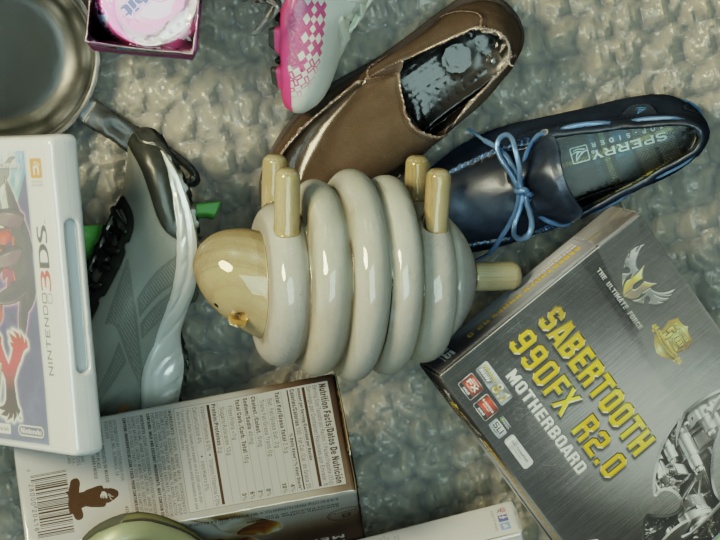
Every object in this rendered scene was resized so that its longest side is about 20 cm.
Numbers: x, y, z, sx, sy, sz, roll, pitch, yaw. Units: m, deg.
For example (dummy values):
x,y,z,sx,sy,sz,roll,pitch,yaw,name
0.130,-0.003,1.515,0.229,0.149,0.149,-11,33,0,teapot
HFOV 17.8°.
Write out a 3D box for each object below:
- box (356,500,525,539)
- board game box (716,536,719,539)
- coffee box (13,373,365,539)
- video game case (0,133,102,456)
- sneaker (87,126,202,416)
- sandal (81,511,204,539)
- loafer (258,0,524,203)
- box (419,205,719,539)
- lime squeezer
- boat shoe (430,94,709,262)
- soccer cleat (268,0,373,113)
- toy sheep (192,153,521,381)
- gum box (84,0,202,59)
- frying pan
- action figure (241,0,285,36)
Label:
x,y,z,sx,sy,sz,roll,pitch,yaw,name
0.016,0.232,1.458,0.200,0.036,0.144,-14,125,1,box
0.225,0.257,1.496,0.102,0.048,0.200,0,100,-4,board game box
-0.103,0.135,1.412,0.200,0.114,0.080,-10,67,-2,coffee box
-0.224,0.012,1.357,0.023,0.200,0.182,-9,97,-40,video game case
-0.143,0.010,1.393,0.079,0.074,0.200,0,114,-19,sneaker
-0.082,0.207,1.365,0.201,0.057,0.080,25,117,-30,sandal
0.017,-0.097,1.408,0.200,0.071,0.073,-44,100,5,loafer
0.157,0.087,1.407,0.158,0.048,0.200,-38,106,-7,box
-0.192,-0.048,1.422,0.200,0.038,0.071,23,98,-6,lime squeezer
0.118,-0.066,1.421,0.200,0.069,0.084,-26,100,1,boat shoe
-0.006,-0.192,1.389,0.086,0.070,0.200,6,98,4,soccer cleat
0.000,0.000,1.358,0.200,0.138,0.138,1,100,-10,toy sheep
-0.120,-0.227,1.346,0.066,0.114,0.200,5,93,-5,gum box
-0.182,-0.124,1.411,0.190,0.031,0.115,10,92,-21,frying pan
-0.033,-0.226,1.293,0.102,0.119,0.200,-4,133,-3,action figure
